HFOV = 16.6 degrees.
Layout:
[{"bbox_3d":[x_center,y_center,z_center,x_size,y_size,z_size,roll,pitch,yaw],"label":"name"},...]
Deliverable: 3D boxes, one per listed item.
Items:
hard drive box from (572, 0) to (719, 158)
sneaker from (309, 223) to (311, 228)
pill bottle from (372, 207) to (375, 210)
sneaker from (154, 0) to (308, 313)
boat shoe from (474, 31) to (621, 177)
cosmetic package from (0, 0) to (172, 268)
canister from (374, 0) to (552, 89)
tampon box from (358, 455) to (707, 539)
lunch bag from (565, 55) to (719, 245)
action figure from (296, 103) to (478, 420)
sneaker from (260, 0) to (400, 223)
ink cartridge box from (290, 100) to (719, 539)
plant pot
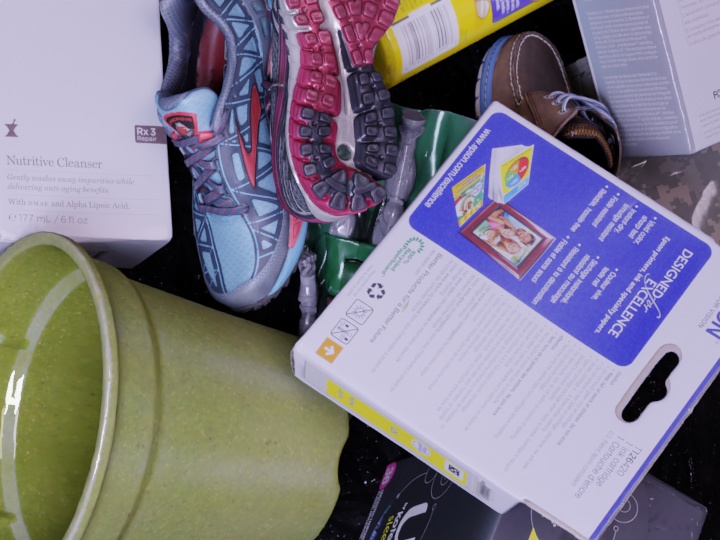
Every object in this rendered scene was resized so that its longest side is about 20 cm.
[{"bbox_3d":[0.208,-0.188,1.504,0.155,0.077,0.201,-22,103,-33],"label":"hard drive box"},{"bbox_3d":[-0.071,-0.116,1.531,0.105,0.075,0.202,4,76,-10],"label":"sneaker"},{"bbox_3d":[0.084,0.009,1.540,0.200,0.111,0.111,44,64,-9],"label":"pill bottle"},{"bbox_3d":[-0.088,-0.076,1.437,0.095,0.079,0.202,10,73,-54],"label":"sneaker"},{"bbox_3d":[0.122,-0.069,1.490,0.072,0.072,0.201,19,51,-35],"label":"boat shoe"},{"bbox_3d":[-0.179,-0.106,1.463,0.112,0.081,0.202,0,79,-25],"label":"cosmetic package"},{"bbox_3d":[0.055,-0.211,1.513,0.199,0.086,0.149,-30,94,-27],"label":"canister"},{"bbox_3d":[0.083,0.191,1.445,0.126,0.200,0.151,29,67,-16],"label":"tampon box"},{"bbox_3d":[0.226,-0.070,1.620,0.199,0.117,0.165,-11,78,-31],"label":"lunch bag"},{"bbox_3d":[0.000,0.000,1.471,0.117,0.055,0.202,12,105,16],"label":"action figure"},{"bbox_3d":[-0.026,-0.127,1.402,0.080,0.075,0.202,8,78,-25],"label":"sneaker"},{"bbox_3d":[0.098,0.032,1.372,0.199,0.047,0.198,34,67,14],"label":"ink cartridge box"},{"bbox_3d":[-0.115,0.091,1.400,0.183,0.200,0.202,10,73,-34],"label":"plant pot"}]
